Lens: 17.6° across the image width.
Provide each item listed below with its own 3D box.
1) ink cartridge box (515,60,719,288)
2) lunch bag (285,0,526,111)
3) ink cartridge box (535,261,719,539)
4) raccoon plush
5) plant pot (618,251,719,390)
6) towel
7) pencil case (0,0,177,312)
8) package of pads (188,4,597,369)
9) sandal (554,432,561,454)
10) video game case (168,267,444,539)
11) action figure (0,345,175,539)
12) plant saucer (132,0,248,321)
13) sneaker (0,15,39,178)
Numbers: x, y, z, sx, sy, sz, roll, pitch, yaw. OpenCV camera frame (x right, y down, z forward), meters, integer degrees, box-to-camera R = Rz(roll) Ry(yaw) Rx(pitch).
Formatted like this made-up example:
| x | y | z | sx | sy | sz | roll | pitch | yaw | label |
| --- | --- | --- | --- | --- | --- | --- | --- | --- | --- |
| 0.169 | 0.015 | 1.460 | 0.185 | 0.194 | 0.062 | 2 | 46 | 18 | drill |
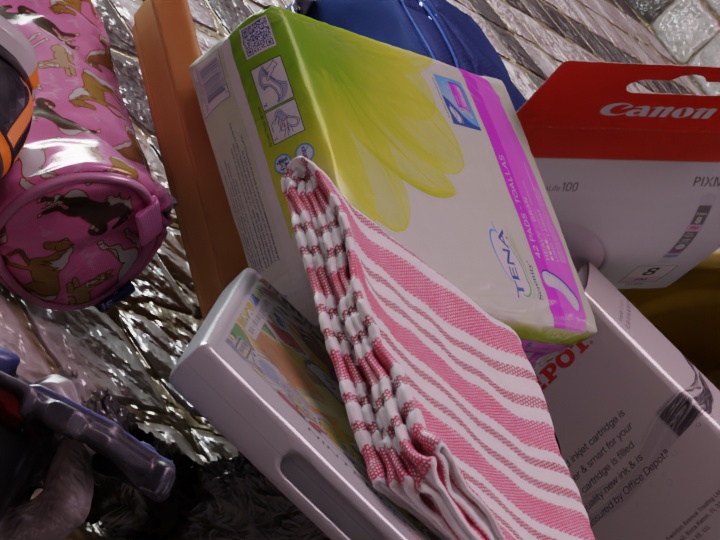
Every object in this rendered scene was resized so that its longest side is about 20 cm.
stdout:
| x | y | z | sx | sy | sz | roll | pitch | yaw | label |
| --- | --- | --- | --- | --- | --- | --- | --- | --- | --- |
| 0.136 | -0.044 | 1.231 | 0.162 | 0.200 | 0.057 | 0 | 72 | -23 | ink cartridge box |
| 0.013 | -0.117 | 1.522 | 0.132 | 0.136 | 0.200 | 31 | 21 | -43 | lunch bag |
| 0.139 | 0.118 | 1.253 | 0.200 | 0.145 | 0.084 | 45 | 15 | -3 | ink cartridge box |
| -0.032 | 0.107 | 0.965 | 0.200 | 0.097 | 0.134 | 51 | 9 | 18 | raccoon plush |
| 0.211 | 0.104 | 1.411 | 0.201 | 0.201 | 0.189 | 51 | 1 | 17 | plant pot |
| 0.040 | 0.049 | 0.904 | 0.146 | 0.030 | 0.200 | 40 | 19 | -35 | towel |
| -0.148 | -0.067 | 1.097 | 0.086 | 0.083 | 0.200 | 32 | 20 | -35 | pencil case |
| 0.018 | -0.026 | 1.079 | 0.200 | 0.068 | 0.155 | 10 | 56 | -53 | package of pads |
| 0.075 | 0.152 | 1.036 | 0.043 | 0.076 | 0.201 | 42 | -24 | 54 | sandal |
| 0.009 | 0.080 | 0.884 | 0.182 | 0.023 | 0.200 | 45 | 6 | -4 | video game case |
| -0.176 | 0.058 | 0.768 | 0.199 | 0.105 | 0.193 | 25 | 0 | 22 | action figure |
| -0.080 | -0.047 | 1.153 | 0.200 | 0.032 | 0.201 | 166 | -90 | -86 | plant saucer |
| -0.229 | -0.092 | 0.967 | 0.199 | 0.078 | 0.112 | 25 | 38 | -14 | sneaker |
